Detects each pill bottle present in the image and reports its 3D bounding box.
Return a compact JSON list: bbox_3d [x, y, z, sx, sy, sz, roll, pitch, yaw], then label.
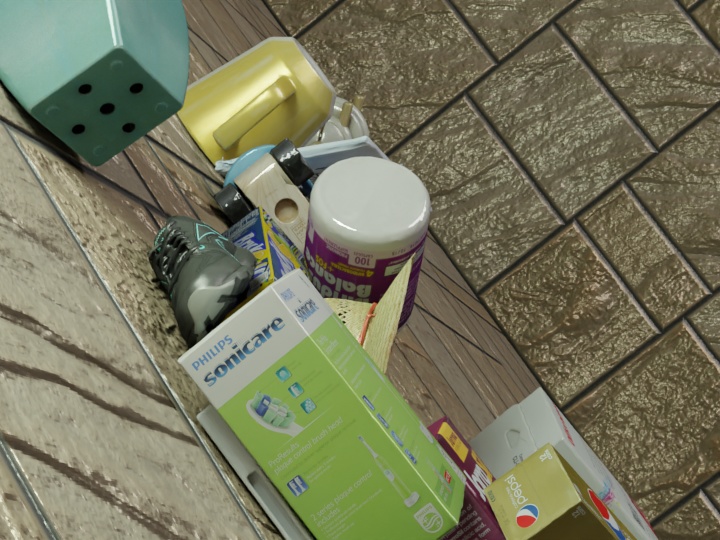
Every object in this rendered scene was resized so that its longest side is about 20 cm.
[{"bbox_3d":[0.000,0.000,1.514,0.113,0.112,0.201,57,-27,36],"label":"pill bottle"}]

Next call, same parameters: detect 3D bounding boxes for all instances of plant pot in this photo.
[{"bbox_3d":[-0.220,-0.192,1.269,0.141,0.141,0.201,43,19,-51],"label":"plant pot"}]

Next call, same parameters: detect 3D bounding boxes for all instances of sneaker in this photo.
[{"bbox_3d":[-0.127,0.005,1.203,0.079,0.076,0.200,37,2,-6],"label":"sneaker"}]

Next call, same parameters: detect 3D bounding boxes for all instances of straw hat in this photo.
[{"bbox_3d":[-0.015,0.068,1.392,0.084,0.203,0.201,15,8,1],"label":"straw hat"}]

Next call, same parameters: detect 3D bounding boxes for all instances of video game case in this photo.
[{"bbox_3d":[-0.033,0.172,1.124,0.201,0.018,0.143,53,8,6],"label":"video game case"}]

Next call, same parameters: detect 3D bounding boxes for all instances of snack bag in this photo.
[{"bbox_3d":[-0.038,-0.091,1.781,0.200,0.187,0.022,44,42,-61],"label":"snack bag"}]

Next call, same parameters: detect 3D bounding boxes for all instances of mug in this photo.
[{"bbox_3d":[-0.105,-0.176,1.822,0.150,0.153,0.187,48,8,-37],"label":"mug"}]

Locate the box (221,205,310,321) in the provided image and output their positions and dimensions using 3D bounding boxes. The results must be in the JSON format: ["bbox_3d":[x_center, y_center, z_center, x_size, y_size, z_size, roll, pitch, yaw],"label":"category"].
[{"bbox_3d":[-0.084,0.015,1.382,0.070,0.064,0.200,49,8,-19],"label":"box"}]

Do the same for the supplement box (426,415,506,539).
[{"bbox_3d":[0.085,0.228,1.250,0.200,0.103,0.131,52,9,1],"label":"supplement box"}]

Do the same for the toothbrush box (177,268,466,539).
[{"bbox_3d":[-0.021,0.106,1.108,0.201,0.086,0.146,53,7,-1],"label":"toothbrush box"}]

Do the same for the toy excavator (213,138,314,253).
[{"bbox_3d":[-0.072,-0.052,1.718,0.195,0.100,0.200,52,-1,-15],"label":"toy excavator"}]

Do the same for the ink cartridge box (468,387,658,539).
[{"bbox_3d":[0.201,0.256,1.680,0.200,0.144,0.145,50,8,-15],"label":"ink cartridge box"}]

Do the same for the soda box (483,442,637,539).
[{"bbox_3d":[0.176,0.220,1.211,0.200,0.064,0.068,48,10,-36],"label":"soda box"}]

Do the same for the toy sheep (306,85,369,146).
[{"bbox_3d":[-0.049,-0.199,2.392,0.138,0.138,0.200,52,19,1],"label":"toy sheep"}]
